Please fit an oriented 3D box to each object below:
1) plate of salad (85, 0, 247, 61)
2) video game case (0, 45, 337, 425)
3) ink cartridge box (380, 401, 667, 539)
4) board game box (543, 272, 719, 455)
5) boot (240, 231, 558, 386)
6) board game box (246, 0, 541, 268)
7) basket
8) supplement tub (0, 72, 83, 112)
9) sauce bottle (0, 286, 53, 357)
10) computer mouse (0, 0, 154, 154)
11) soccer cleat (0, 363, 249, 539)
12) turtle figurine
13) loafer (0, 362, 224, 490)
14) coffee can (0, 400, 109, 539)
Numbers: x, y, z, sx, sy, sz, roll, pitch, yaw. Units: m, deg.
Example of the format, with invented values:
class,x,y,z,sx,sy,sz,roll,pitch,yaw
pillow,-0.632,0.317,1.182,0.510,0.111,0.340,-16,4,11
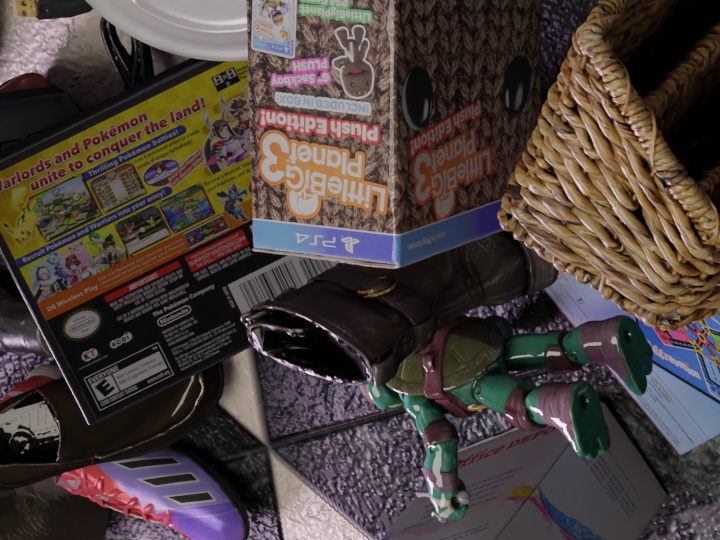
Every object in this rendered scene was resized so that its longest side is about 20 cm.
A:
class,x,y,z,sx,sy,sz,roll,pitch,yaw
plate of salad,-0.088,-0.213,1.667,0.200,0.048,0.200,4,129,4
video game case,-0.120,-0.026,1.757,0.181,0.200,0.026,65,176,-17
ink cartridge box,0.079,0.182,1.725,0.146,0.200,0.083,-25,105,44
board game box,0.164,0.012,1.672,0.200,0.019,0.103,51,137,-4
boot,0.000,0.000,1.657,0.200,0.174,0.069,21,129,47
board game box,0.021,-0.117,1.555,0.097,0.159,0.200,7,106,32
basket,0.189,-0.082,1.461,0.143,0.200,0.149,34,133,14
supplement tub,-0.176,-0.030,1.831,0.200,0.107,0.107,41,135,6
sauce bottle,-0.291,0.036,1.989,0.200,0.065,0.065,5,122,36
computer mouse,-0.218,-0.105,1.763,0.200,0.046,0.141,-9,86,0
soccer cleat,-0.170,0.144,1.968,0.200,0.073,0.068,34,134,13
turtle figurine,0.068,0.073,1.677,0.200,0.150,0.101,-6,141,40
loafer,-0.185,0.102,1.901,0.200,0.071,0.073,-25,84,12
coffee can,-0.293,0.203,2.047,0.146,0.146,0.200,47,135,0
